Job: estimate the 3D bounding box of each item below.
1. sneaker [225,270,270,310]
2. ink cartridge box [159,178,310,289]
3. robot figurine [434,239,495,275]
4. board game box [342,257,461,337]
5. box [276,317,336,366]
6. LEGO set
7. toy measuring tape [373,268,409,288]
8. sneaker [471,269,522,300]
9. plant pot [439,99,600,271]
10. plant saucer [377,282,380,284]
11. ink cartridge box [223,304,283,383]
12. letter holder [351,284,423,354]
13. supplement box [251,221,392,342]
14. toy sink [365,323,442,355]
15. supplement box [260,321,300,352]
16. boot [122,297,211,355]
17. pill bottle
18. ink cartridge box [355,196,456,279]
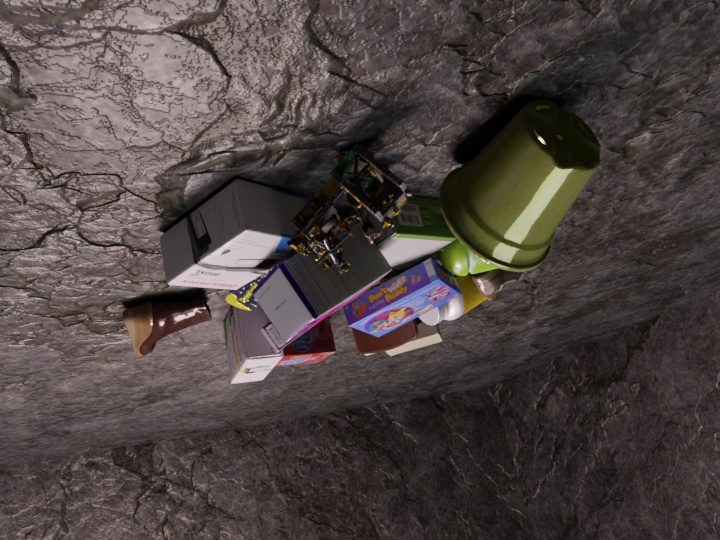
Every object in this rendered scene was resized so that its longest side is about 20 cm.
[{"bbox_3d":[-0.178,-0.004,1.161,0.073,0.083,0.199,30,140,-23],"label":"sneaker"},{"bbox_3d":[-0.192,-0.047,1.010,0.198,0.086,0.143,-28,158,34],"label":"ink cartridge box"},{"bbox_3d":[0.231,-0.058,1.234,0.196,0.118,0.176,-13,174,-2],"label":"robot figurine"},{"bbox_3d":[0.082,0.057,1.262,0.198,0.045,0.134,-29,155,18],"label":"board game box"},{"bbox_3d":[-0.172,0.181,1.651,0.197,0.097,0.099,0,158,-36],"label":"box"},{"bbox_3d":[0.003,-0.069,0.936,0.200,0.116,0.154,-44,154,-9],"label":"LEGO set"},{"bbox_3d":[0.104,0.003,1.321,0.198,0.074,0.073,-30,158,13],"label":"toy measuring tape"},{"bbox_3d":[0.312,-0.022,1.358,0.199,0.076,0.070,-38,-151,-12],"label":"sneaker"},{"bbox_3d":[0.243,-0.135,0.953,0.197,0.203,0.185,-3,147,-29],"label":"plant pot"},{"bbox_3d":[0.000,0.000,1.371,0.196,0.030,0.201,-12,161,-4],"label":"plant saucer"},{"bbox_3d":[-0.238,0.148,1.433,0.082,0.147,0.200,-3,159,-23],"label":"ink cartridge box"},{"bbox_3d":[0.075,0.102,1.480,0.099,0.145,0.199,-7,169,-43],"label":"letter holder"},{"bbox_3d":[-0.059,0.015,1.061,0.199,0.104,0.101,-33,175,-42],"label":"supplement box"},{"bbox_3d":[0.095,0.137,1.668,0.197,0.133,0.112,-17,162,7],"label":"toy sink"},{"bbox_3d":[-0.096,0.075,1.295,0.199,0.061,0.109,-36,180,33],"label":"supplement box"},{"bbox_3d":[-0.388,0.116,1.348,0.163,0.074,0.201,-8,157,-12],"label":"boot"},{"bbox_3d":[0.205,0.034,1.394,0.198,0.113,0.112,-28,171,-31],"label":"pill bottle"},{"bbox_3d":[0.051,-0.054,1.184,0.146,0.077,0.199,2,157,-39],"label":"ink cartridge box"}]
